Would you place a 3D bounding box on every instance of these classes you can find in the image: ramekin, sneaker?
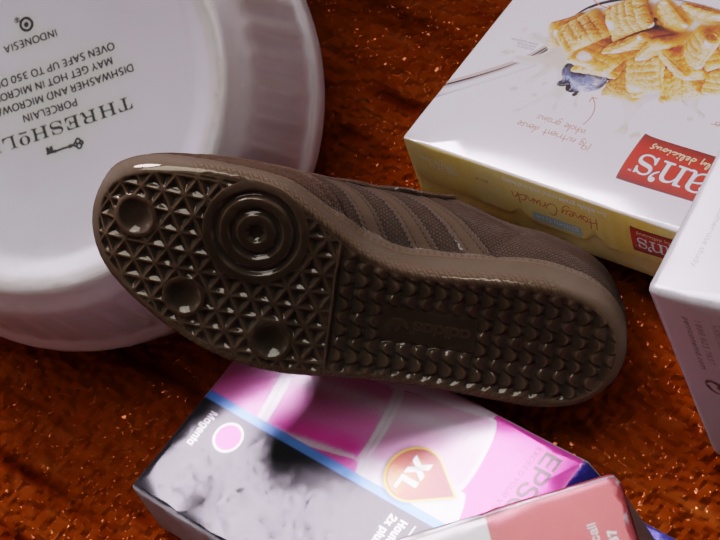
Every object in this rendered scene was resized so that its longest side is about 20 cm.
[{"bbox_3d":[-0.118,-0.070,0.937,0.201,0.094,0.204,0,89,9],"label":"ramekin"},{"bbox_3d":[0.000,0.000,0.882,0.199,0.071,0.076,18,20,-3],"label":"sneaker"}]

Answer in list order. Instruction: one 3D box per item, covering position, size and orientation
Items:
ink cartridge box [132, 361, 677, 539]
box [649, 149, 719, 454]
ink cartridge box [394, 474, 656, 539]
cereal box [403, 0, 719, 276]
[{"bbox_3d":[0.017,0.091,0.865,0.199,0.037,0.095,27,69,33],"label":"ink cartridge box"},{"bbox_3d":[0.224,-0.001,0.798,0.199,0.107,0.153,16,62,31],"label":"box"},{"bbox_3d":[0.013,0.169,0.754,0.199,0.083,0.148,-18,67,9],"label":"ink cartridge box"},{"bbox_3d":[0.129,-0.089,0.937,0.143,0.040,0.200,20,58,32],"label":"cereal box"}]
